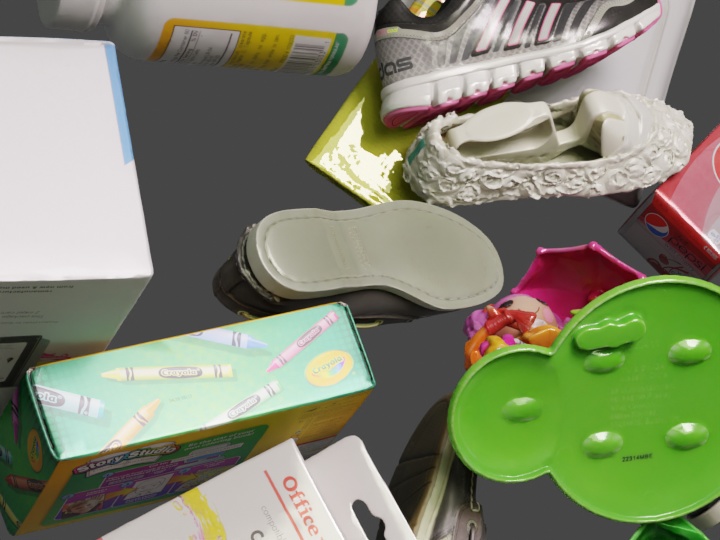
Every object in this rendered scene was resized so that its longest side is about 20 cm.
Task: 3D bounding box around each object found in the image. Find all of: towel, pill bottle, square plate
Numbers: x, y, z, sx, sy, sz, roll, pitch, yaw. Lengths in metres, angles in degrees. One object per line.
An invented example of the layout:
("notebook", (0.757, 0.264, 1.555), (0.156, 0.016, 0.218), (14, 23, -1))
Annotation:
("towel", (0.050, -0.123, 1.706), (0.086, 0.018, 0.201), (35, 71, -1))
("pill bottle", (-0.097, -0.184, 1.651), (0.198, 0.113, 0.114), (3, 63, -20))
("square plate", (0.123, -0.164, 1.776), (0.199, 0.028, 0.199), (24, 59, -8))

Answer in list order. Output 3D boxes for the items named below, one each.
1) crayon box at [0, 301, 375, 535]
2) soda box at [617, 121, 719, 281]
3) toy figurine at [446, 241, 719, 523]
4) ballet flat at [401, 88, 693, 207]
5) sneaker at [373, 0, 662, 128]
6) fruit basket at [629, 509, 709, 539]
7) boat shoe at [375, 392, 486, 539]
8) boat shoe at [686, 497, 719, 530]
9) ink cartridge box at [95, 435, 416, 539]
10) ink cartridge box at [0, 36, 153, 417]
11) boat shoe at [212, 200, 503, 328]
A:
("crayon box", (-0.104, 0.085, 1.507), (0.199, 0.119, 0.059), (-11, 69, -26))
("soda box", (0.261, -0.072, 1.762), (0.070, 0.063, 0.200), (43, 58, 4))
("toy figurine", (0.124, 0.051, 1.591), (0.198, 0.184, 0.151), (-6, 109, -13))
("ballet flat", (0.125, -0.081, 1.663), (0.198, 0.072, 0.072), (-11, 68, -15))
("sneaker", (0.095, -0.159, 1.676), (0.199, 0.074, 0.088), (-18, 86, -11))
("fruit basket", (0.180, 0.242, 1.491), (0.155, 0.216, 0.216), (42, 57, 3))
("boat shoe", (0.045, 0.172, 1.554), (0.066, 0.072, 0.202), (23, 64, -15))
("boat shoe", (0.241, 0.069, 1.677), (0.067, 0.072, 0.200), (37, 59, -5))
("ink cartridge box", (-0.063, 0.175, 1.471), (0.199, 0.068, 0.117), (-28, 75, -10))
("ink cartridge box", (-0.219, -0.016, 1.466), (0.145, 0.200, 0.148), (-1, 65, -23))
("boat shoe", (0.000, 0.000, 1.620), (0.200, 0.060, 0.072), (3, 63, -40))
